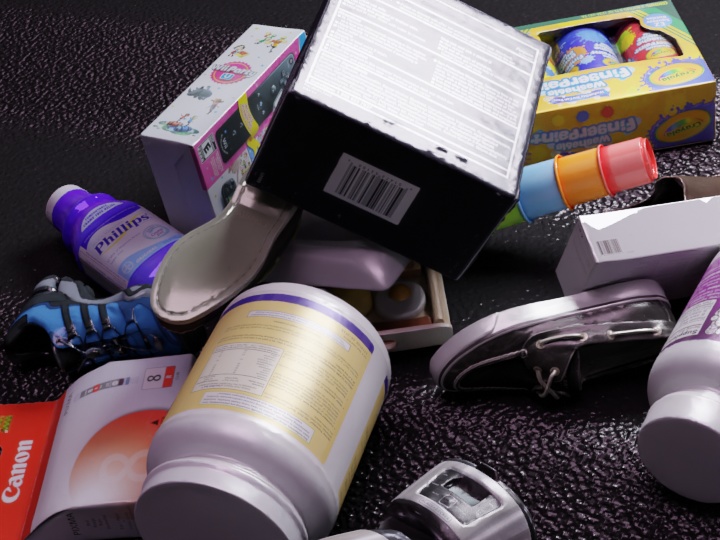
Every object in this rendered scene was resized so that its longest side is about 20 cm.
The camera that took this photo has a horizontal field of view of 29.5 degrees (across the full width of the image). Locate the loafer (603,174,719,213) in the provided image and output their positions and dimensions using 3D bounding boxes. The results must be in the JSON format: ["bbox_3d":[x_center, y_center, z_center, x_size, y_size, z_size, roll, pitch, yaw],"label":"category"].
[{"bbox_3d":[0.290,-0.049,1.191,0.199,0.071,0.073,-25,42,-17],"label":"loafer"}]

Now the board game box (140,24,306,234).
[{"bbox_3d":[-0.112,-0.120,1.309,0.064,0.148,0.200,10,44,27],"label":"board game box"}]

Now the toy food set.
[{"bbox_3d":[0.000,0.000,1.208,0.143,0.061,0.201,-9,40,3],"label":"toy food set"}]

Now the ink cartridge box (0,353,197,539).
[{"bbox_3d":[-0.233,0.142,1.102,0.199,0.050,0.163,-3,40,4],"label":"ink cartridge box"}]

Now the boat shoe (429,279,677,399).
[{"bbox_3d":[0.154,0.065,1.085,0.199,0.071,0.064,-18,53,4],"label":"boat shoe"}]

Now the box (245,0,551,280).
[{"bbox_3d":[0.036,-0.131,1.143,0.199,0.123,0.199,25,49,-7],"label":"box"}]

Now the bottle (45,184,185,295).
[{"bbox_3d":[-0.225,-0.023,1.283,0.083,0.065,0.200,-37,46,-23],"label":"bottle"}]

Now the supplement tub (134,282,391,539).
[{"bbox_3d":[-0.070,0.122,1.012,0.145,0.146,0.200,6,42,19],"label":"supplement tub"}]

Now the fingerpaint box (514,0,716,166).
[{"bbox_3d":[0.235,-0.187,1.366,0.199,0.074,0.167,-9,39,2],"label":"fingerpaint box"}]

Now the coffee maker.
[{"bbox_3d":[0.003,0.231,0.868,0.199,0.192,0.135,-16,57,-40],"label":"coffee maker"}]

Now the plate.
[{"bbox_3d":[-0.020,-0.058,1.225,0.199,0.032,0.200,3,38,32],"label":"plate"}]

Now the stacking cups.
[{"bbox_3d":[0.160,-0.076,1.211,0.199,0.061,0.061,-18,35,24],"label":"stacking cups"}]

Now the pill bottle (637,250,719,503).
[{"bbox_3d":[0.280,0.073,1.015,0.112,0.113,0.200,15,46,28],"label":"pill bottle"}]

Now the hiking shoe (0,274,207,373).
[{"bbox_3d":[-0.221,0.061,1.185,0.199,0.075,0.087,3,42,33],"label":"hiking shoe"}]

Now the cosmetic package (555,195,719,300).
[{"bbox_3d":[0.266,-0.018,1.118,0.199,0.083,0.051,-8,57,-13],"label":"cosmetic package"}]

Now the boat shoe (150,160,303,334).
[{"bbox_3d":[-0.102,-0.014,1.124,0.071,0.061,0.201,26,52,15],"label":"boat shoe"}]
